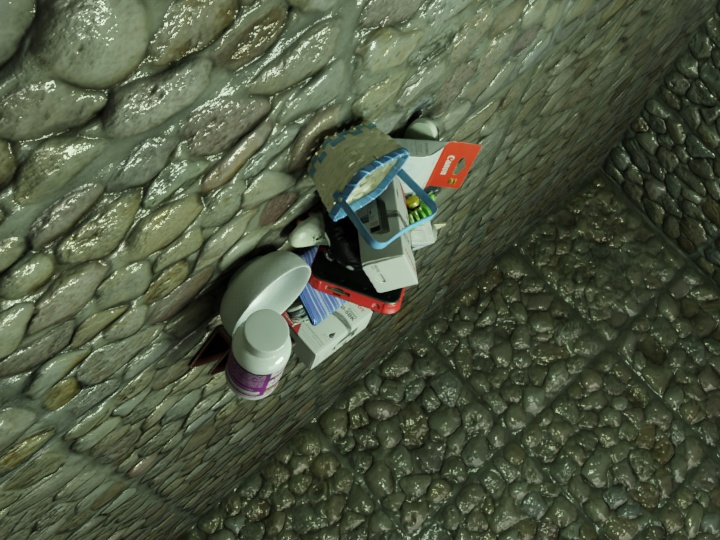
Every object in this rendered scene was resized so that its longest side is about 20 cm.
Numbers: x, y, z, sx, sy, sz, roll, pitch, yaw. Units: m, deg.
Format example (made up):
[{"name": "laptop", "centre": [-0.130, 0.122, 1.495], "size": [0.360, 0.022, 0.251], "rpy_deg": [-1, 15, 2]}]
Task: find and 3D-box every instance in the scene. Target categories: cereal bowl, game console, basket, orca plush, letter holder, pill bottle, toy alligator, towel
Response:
[{"name": "cereal bowl", "centre": [-0.192, 0.034, 1.458], "size": [0.199, 0.083, 0.201], "rpy_deg": [-40, 166, -12]}, {"name": "game console", "centre": [0.000, 0.000, 1.561], "size": [0.178, 0.196, 0.031], "rpy_deg": [-70, 180, -51]}, {"name": "basket", "centre": [0.022, -0.142, 1.293], "size": [0.175, 0.201, 0.140], "rpy_deg": [-28, 160, -43]}, {"name": "orca plush", "centre": [-0.018, -0.074, 1.456], "size": [0.104, 0.071, 0.203], "rpy_deg": [-29, 127, -32]}, {"name": "letter holder", "centre": [-0.261, 0.186, 1.681], "size": [0.142, 0.101, 0.199], "rpy_deg": [-47, 166, 24]}, {"name": "pill bottle", "centre": [-0.188, 0.154, 1.416], "size": [0.112, 0.113, 0.201], "rpy_deg": [-35, 165, -30]}, {"name": "toy alligator", "centre": [0.083, -0.092, 1.564], "size": [0.198, 0.054, 0.060], "rpy_deg": [-35, 124, -11]}, {"name": "towel", "centre": [-0.067, 0.009, 1.615], "size": [0.024, 0.147, 0.199], "rpy_deg": [-13, -163, 44]}]

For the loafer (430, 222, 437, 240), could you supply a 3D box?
[{"name": "loafer", "centre": [0.085, -0.067, 1.804], "size": [0.198, 0.071, 0.069], "rpy_deg": [-26, 152, 25]}]

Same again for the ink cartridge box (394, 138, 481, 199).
[{"name": "ink cartridge box", "centre": [0.129, -0.196, 1.533], "size": [0.196, 0.048, 0.161], "rpy_deg": [3, 153, -10]}]

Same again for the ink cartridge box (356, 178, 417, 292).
[{"name": "ink cartridge box", "centre": [0.047, -0.082, 1.450], "size": [0.081, 0.204, 0.147], "rpy_deg": [-11, 156, 11]}]

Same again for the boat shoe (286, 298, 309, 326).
[{"name": "boat shoe", "centre": [-0.126, 0.083, 1.711], "size": [0.073, 0.063, 0.200], "rpy_deg": [-11, -173, 3]}]

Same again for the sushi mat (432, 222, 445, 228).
[{"name": "sushi mat", "centre": [0.109, -0.093, 1.888], "size": [0.197, 0.012, 0.095], "rpy_deg": [-8, 165, -30]}]

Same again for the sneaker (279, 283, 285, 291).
[{"name": "sneaker", "centre": [-0.125, 0.010, 1.647], "size": [0.093, 0.071, 0.199], "rpy_deg": [-32, 180, 45]}]

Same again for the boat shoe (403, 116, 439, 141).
[{"name": "boat shoe", "centre": [0.129, -0.261, 1.564], "size": [0.202, 0.069, 0.072], "rpy_deg": [90, 25, -65]}]

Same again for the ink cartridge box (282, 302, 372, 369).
[{"name": "ink cartridge box", "centre": [-0.090, 0.119, 1.865], "size": [0.199, 0.147, 0.083], "rpy_deg": [-35, 163, -32]}]

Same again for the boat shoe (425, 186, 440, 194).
[{"name": "boat shoe", "centre": [0.125, -0.150, 1.859], "size": [0.201, 0.062, 0.075], "rpy_deg": [-52, 166, 32]}]

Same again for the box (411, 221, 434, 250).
[{"name": "box", "centre": [0.055, -0.061, 1.709], "size": [0.115, 0.061, 0.198], "rpy_deg": [-5, 169, -46]}]

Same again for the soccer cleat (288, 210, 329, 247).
[{"name": "soccer cleat", "centre": [-0.063, -0.078, 1.504], "size": [0.199, 0.078, 0.070], "rpy_deg": [-25, 158, -52]}]
